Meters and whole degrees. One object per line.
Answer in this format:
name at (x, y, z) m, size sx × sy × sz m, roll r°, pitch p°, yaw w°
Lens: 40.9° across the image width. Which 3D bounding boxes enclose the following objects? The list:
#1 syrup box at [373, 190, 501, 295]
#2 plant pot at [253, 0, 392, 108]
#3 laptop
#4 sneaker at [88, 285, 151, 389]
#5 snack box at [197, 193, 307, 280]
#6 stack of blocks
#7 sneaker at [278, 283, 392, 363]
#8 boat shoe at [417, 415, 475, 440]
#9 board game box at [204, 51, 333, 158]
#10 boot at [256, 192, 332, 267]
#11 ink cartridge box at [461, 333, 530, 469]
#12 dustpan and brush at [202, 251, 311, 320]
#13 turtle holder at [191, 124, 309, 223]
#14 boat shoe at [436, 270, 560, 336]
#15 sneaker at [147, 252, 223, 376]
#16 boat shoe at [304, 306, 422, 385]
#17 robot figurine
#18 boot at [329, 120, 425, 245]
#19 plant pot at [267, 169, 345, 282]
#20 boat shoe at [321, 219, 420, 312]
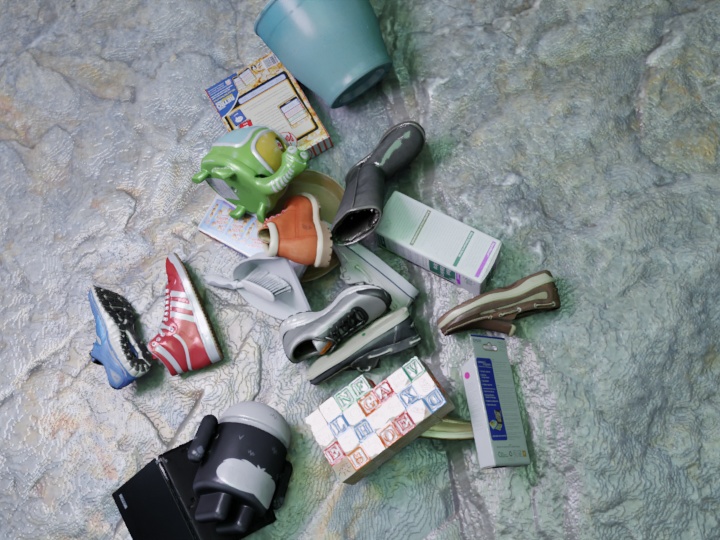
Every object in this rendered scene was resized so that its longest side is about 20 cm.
syrup box at (0.126, -0.043, 1.570) m, size 0.199 × 0.079 × 0.082 m, roll 28°, pitch 78°, yaw 14°
plant pot at (-0.049, -0.388, 1.644) m, size 0.199 × 0.200 × 0.189 m, roll -34°, pitch 88°, yaw -3°
laptop at (-0.266, 0.376, 1.539) m, size 0.199 × 0.103 × 0.178 m, roll -23°, pitch 71°, yaw -26°
sneaker at (-0.418, 0.110, 1.595) m, size 0.089 × 0.078 × 0.201 m, roll -42°, pitch 53°, yaw 19°
snack box at (-0.173, -0.054, 1.614) m, size 0.199 × 0.024 × 0.072 m, roll 28°, pitch 81°, yaw 14°
stack of blocks at (0.028, 0.216, 1.459) m, size 0.199 × 0.059 × 0.116 m, roll -37°, pitch 66°, yaw 6°
sneaker at (-0.036, 0.089, 1.538) m, size 0.199 × 0.074 × 0.080 m, roll -28°, pitch 40°, yaw 13°
boat shoe at (0.098, 0.225, 1.500) m, size 0.198 × 0.074 × 0.070 m, roll 4°, pitch 80°, yaw 9°
board game box at (-0.161, -0.267, 1.689) m, size 0.151 × 0.046 × 0.201 m, roll -29°, pitch 73°, yaw -1°
boot at (-0.114, -0.072, 1.531) m, size 0.106 × 0.200 × 0.076 m, roll 2°, pitch 115°, yaw -15°
ink cartridge box at (0.204, 0.201, 1.482) m, size 0.037 × 0.094 × 0.202 m, roll -21°, pitch 69°, yaw 40°
dustpan and brush at (-0.182, 0.022, 1.590) m, size 0.199 × 0.140 × 0.057 m, roll 18°, pitch 51°, yaw 41°
turtle holder at (-0.173, -0.170, 1.552) m, size 0.140 × 0.185 × 0.132 m, roll 37°, pitch 68°, yaw -9°
boat shoe at (0.223, 0.069, 1.529) m, size 0.201 × 0.075 × 0.075 m, roll -23°, pitch 76°, yaw 0°
sneaker at (-0.313, 0.076, 1.599) m, size 0.112 × 0.071 × 0.202 m, roll -24°, pitch 75°, yaw -3°
boat shoe at (0.003, 0.136, 1.542) m, size 0.199 × 0.072 × 0.068 m, roll -30°, pitch 105°, yaw 7°
robot figurine at (-0.182, 0.298, 1.476) m, size 0.123 × 0.151 × 0.201 m, roll 8°, pitch 56°, yaw 16°
boot at (0.028, -0.141, 1.538) m, size 0.072 × 0.200 × 0.182 m, roll 42°, pitch 114°, yaw -10°
plant pot at (-0.104, -0.074, 1.637) m, size 0.198 × 0.028 × 0.202 m, roll -2°, pitch 74°, yaw 8°
boat shoe at (0.000, 0.000, 1.569) m, size 0.199 × 0.071 × 0.070 m, roll 38°, pitch 91°, yaw -5°
